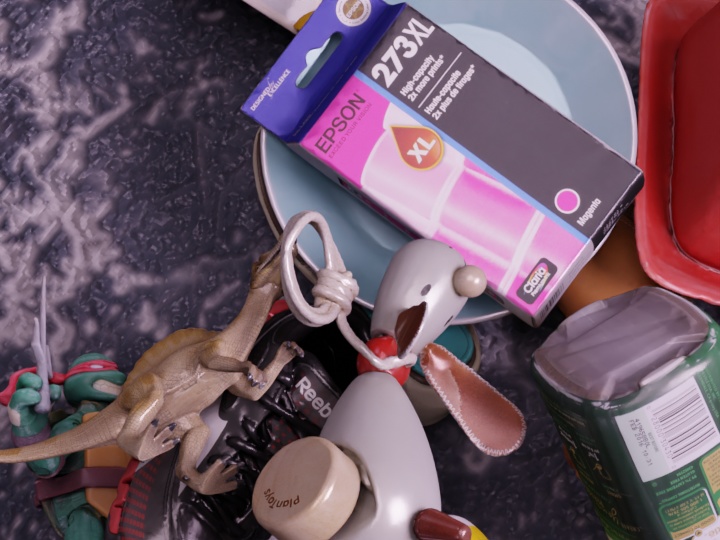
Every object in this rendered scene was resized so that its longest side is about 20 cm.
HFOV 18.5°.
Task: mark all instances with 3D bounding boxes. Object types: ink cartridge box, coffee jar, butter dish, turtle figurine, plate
[{"bbox_3d":[0.039,-0.067,1.138,0.199,0.037,0.095,36,84,15],"label":"ink cartridge box"},{"bbox_3d":[0.161,0.114,1.069,0.085,0.201,0.104,-29,24,-9],"label":"coffee jar"},{"bbox_3d":[0.253,-0.080,1.138,0.198,0.148,0.201,13,57,-9],"label":"butter dish"},{"bbox_3d":[-0.125,0.109,1.153,0.149,0.101,0.202,4,66,-33],"label":"turtle figurine"},{"bbox_3d":[0.047,-0.067,1.167,0.198,0.026,0.202,-1,75,6],"label":"plate"}]

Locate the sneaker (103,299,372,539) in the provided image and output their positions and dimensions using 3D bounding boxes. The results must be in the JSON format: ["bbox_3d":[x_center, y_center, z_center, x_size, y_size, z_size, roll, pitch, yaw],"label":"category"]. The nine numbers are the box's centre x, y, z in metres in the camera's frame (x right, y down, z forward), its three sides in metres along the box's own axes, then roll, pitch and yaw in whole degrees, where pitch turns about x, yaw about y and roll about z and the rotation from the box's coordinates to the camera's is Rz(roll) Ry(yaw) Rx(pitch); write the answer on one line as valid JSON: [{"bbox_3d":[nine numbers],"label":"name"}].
[{"bbox_3d":[-0.054,0.087,1.094,0.071,0.098,0.201,47,56,-17],"label":"sneaker"}]

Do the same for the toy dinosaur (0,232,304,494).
[{"bbox_3d":[-0.096,0.065,1.063,0.199,0.058,0.101,-34,34,-4],"label":"toy dinosaur"}]

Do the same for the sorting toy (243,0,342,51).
[{"bbox_3d":[-0.006,-0.223,1.239,0.199,0.107,0.181,33,100,17],"label":"sorting toy"}]

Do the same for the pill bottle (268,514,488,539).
[{"bbox_3d":[0.043,0.195,1.092,0.114,0.114,0.200,-39,70,-11],"label":"pill bottle"}]

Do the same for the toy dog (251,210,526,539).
[{"bbox_3d":[0.026,0.069,1.031,0.096,0.132,0.202,-6,69,35],"label":"toy dog"}]

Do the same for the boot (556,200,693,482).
[{"bbox_3d":[0.117,0.003,1.177,0.155,0.077,0.201,31,69,10],"label":"boot"}]

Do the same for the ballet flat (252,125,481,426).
[{"bbox_3d":[0.000,0.000,1.202,0.069,0.070,0.201,-28,63,-6],"label":"ballet flat"}]
